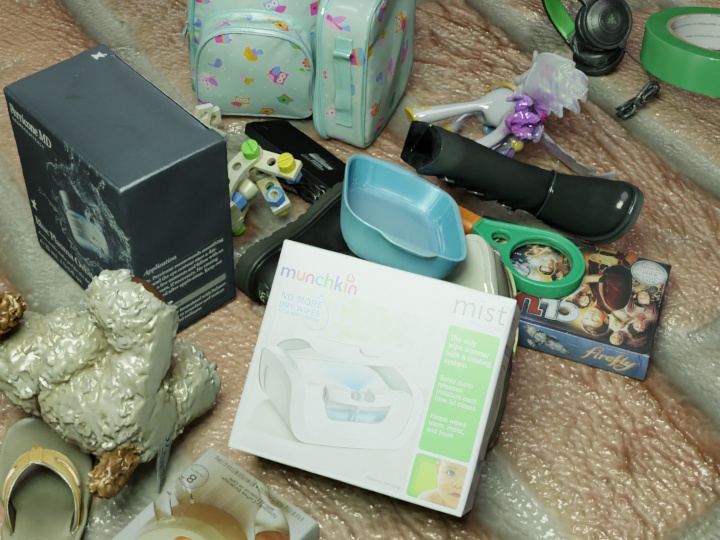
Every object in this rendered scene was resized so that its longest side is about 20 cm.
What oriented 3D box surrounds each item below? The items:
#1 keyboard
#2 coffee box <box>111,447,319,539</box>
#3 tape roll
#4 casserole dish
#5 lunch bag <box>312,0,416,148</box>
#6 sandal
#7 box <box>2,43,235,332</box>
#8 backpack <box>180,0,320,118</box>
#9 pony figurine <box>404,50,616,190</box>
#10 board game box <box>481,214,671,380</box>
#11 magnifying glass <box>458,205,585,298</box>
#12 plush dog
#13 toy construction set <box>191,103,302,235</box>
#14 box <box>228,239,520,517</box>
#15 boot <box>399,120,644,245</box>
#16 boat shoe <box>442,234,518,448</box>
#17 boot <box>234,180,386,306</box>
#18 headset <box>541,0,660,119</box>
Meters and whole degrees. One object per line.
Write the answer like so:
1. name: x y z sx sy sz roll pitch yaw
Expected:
1. keyboard: -0.058 -0.104 1.231 0.104 0.040 0.200 -10 39 -47
2. coffee box: -0.134 0.244 0.822 0.114 0.080 0.200 28 49 24
3. tape roll: 0.450 -0.272 1.386 0.198 0.049 0.201 3 31 -2
4. casserole dish: 0.034 -0.046 1.025 0.120 0.039 0.200 22 23 -10
5. lunch bag: 0.001 -0.249 1.253 0.076 0.201 0.161 18 47 17
6. sandal: -0.257 0.184 0.892 0.079 0.054 0.201 -4 38 -8
7. box: -0.223 -0.070 1.056 0.117 0.201 0.196 -31 53 -31
8. backpack: -0.115 -0.277 1.276 0.174 0.201 0.154 5 44 0
9. pony figurine: 0.175 -0.167 1.235 0.199 0.167 0.193 -27 42 -8
10. board game box: 0.196 0.023 1.103 0.198 0.035 0.136 15 45 12
11. magnifying glass: 0.133 -0.033 1.120 0.199 0.023 0.080 31 51 24
12. plush dog: -0.234 0.090 0.927 0.170 0.200 0.161 18 67 21
13. toy construction set: -0.158 -0.113 1.182 0.131 0.092 0.200 -41 47 -7
14. box: 0.016 0.087 0.924 0.198 0.097 0.178 15 86 12
15. boot: 0.155 -0.093 1.100 0.199 0.165 0.066 24 82 -23
16. boat shoe: 0.110 0.069 1.010 0.072 0.060 0.204 -15 61 33
17. boot: 0.000 0.002 1.079 0.211 0.080 0.157 -37 51 -24
18. headset: 0.286 -0.279 1.374 0.094 0.124 0.200 -40 74 -7
